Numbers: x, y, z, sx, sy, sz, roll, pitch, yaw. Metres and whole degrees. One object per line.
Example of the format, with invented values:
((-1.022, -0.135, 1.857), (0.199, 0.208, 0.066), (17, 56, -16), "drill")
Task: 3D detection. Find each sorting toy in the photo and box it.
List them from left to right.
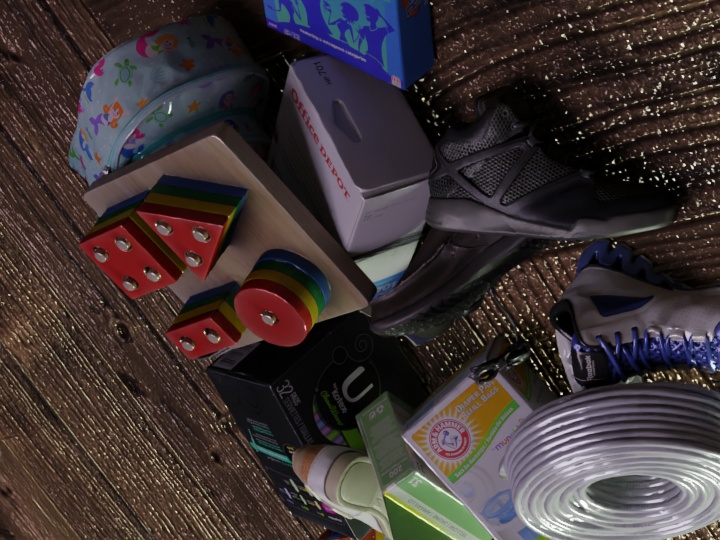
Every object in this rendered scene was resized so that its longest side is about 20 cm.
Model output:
((-0.124, -0.007, 1.598), (0.199, 0.070, 0.200), (-19, 121, 47), "sorting toy")

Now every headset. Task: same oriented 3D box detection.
((0.076, 0.004, 1.644), (0.200, 0.094, 0.124), (52, 152, 14), "headset")

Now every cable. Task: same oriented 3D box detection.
((0.216, 0.157, 1.524), (0.200, 0.069, 0.200), (0, 149, -1), "cable")

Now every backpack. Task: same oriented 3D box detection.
((-0.165, -0.128, 1.697), (0.151, 0.177, 0.200), (55, 152, 26), "backpack")

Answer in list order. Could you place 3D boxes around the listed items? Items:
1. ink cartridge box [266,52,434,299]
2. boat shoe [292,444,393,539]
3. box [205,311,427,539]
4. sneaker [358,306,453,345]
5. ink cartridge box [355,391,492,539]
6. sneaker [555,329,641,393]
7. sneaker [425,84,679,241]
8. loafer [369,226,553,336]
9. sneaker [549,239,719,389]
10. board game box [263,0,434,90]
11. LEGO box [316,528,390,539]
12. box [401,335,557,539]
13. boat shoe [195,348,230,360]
((-0.012, -0.075, 1.622), (0.147, 0.086, 0.200), (63, 155, 23), "ink cartridge box")
((0.007, 0.204, 1.794), (0.068, 0.075, 0.200), (22, 169, 35), "boat shoe")
((-0.029, 0.139, 1.879), (0.124, 0.149, 0.200), (10, 135, 54), "box")
((0.000, 0.000, 1.755), (0.200, 0.067, 0.090), (35, 146, 8), "sneaker")
((0.075, 0.220, 1.714), (0.146, 0.048, 0.200), (36, -157, -39), "ink cartridge box")
((0.208, 0.107, 1.628), (0.081, 0.075, 0.200), (16, 139, 55), "sneaker")
((0.148, -0.082, 1.461), (0.199, 0.076, 0.114), (6, 102, 23), "sneaker")
((0.084, -0.017, 1.561), (0.071, 0.200, 0.073), (58, -167, 17), "loafer")
((0.229, 0.057, 1.490), (0.199, 0.115, 0.081), (22, 143, 36), "sneaker")
((-0.017, -0.256, 1.498), (0.152, 0.045, 0.200), (28, 145, 30), "board game box")
((0.078, 0.303, 1.945), (0.200, 0.149, 0.077), (53, 150, -10), "LEGO box")
((0.146, 0.174, 1.705), (0.200, 0.112, 0.101), (48, -165, -2), "box")
((-0.090, 0.021, 1.818), (0.071, 0.064, 0.200), (42, 117, -15), "boat shoe")
